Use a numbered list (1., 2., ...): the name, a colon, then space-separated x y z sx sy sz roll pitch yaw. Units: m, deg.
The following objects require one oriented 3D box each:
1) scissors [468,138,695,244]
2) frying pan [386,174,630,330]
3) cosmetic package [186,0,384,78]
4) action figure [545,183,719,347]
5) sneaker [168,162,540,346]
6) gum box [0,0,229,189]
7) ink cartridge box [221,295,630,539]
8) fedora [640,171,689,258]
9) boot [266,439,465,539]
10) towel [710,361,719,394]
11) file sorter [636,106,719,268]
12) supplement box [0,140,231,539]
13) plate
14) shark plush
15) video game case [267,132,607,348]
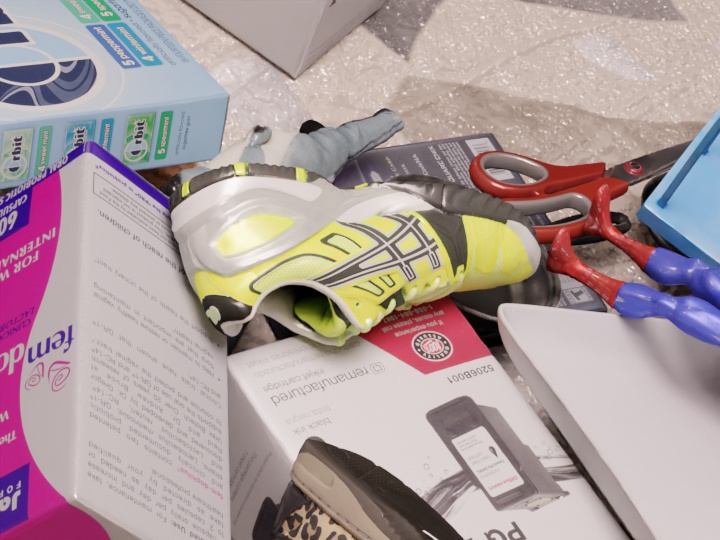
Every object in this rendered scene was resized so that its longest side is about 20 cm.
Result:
1. scissors: 0.149 -0.048 1.148 0.199 0.014 0.073 -6 42 -30
2. frying pan: 0.070 -0.021 1.125 0.115 0.031 0.190 38 31 8
3. cosmetic package: -0.078 -0.221 1.243 0.200 0.081 0.113 38 45 10
4. action figure: 0.195 0.011 1.022 0.200 0.099 0.065 34 55 17
5. sneaker: 0.000 0.000 0.980 0.199 0.075 0.077 3 69 -30
6. gum box: -0.197 -0.106 1.073 0.199 0.045 0.170 -11 39 -32
7. ink cartridge box: 0.030 0.122 0.970 0.145 0.083 0.200 -16 57 -37
8. fedora: 0.267 -0.037 1.198 0.200 0.092 0.201 18 29 -10
9. boot: -0.003 0.176 0.825 0.073 0.151 0.200 25 12 -42
10. towel: 0.264 0.114 1.125 0.192 0.035 0.200 35 44 9
11. file sorter: 0.270 -0.079 1.081 0.139 0.123 0.200 37 60 7
12. supplement box: -0.127 0.059 0.915 0.103 0.101 0.200 38 34 -40
13. plate: 0.174 0.101 1.018 0.200 0.032 0.200 7 39 -43
14. shark plush: -0.049 -0.025 1.084 0.083 0.091 0.200 46 41 3
15. video game case: 0.025 -0.012 1.141 0.199 0.019 0.143 -10 55 -31
